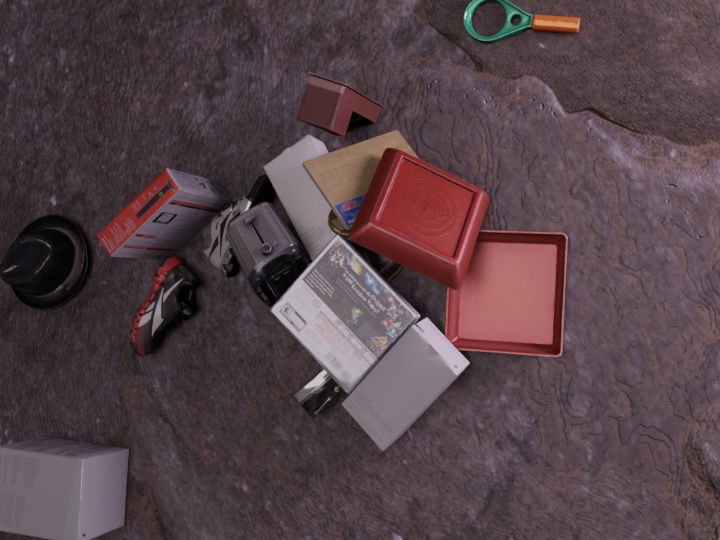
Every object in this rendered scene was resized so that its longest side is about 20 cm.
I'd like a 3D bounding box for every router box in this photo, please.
[{"bbox_3d":[-0.349,-0.096,1.594,0.179,0.200,0.049,-40,78,12],"label":"router box"}]

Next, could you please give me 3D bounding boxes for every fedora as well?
[{"bbox_3d":[-0.640,-0.019,1.743,0.197,0.091,0.205,-1,87,18],"label":"fedora"}]

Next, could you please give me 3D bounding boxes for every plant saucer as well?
[{"bbox_3d":[0.104,-0.095,1.435,0.197,0.037,0.202,25,59,-3],"label":"plant saucer"},{"bbox_3d":[0.244,0.036,1.477,0.196,0.037,0.204,3,89,19],"label":"plant saucer"}]

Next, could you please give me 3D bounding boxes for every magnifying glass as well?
[{"bbox_3d":[0.270,-0.422,1.494,0.196,0.022,0.081,10,91,18],"label":"magnifying glass"}]

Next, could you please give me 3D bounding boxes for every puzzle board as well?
[{"bbox_3d":[0.020,-0.154,1.492,0.197,0.018,0.152,-22,63,-26],"label":"puzzle board"}]

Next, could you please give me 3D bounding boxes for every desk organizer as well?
[{"bbox_3d":[-0.033,-0.269,1.496,0.071,0.200,0.078,21,97,17],"label":"desk organizer"}]

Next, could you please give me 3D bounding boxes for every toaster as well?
[{"bbox_3d":[-0.157,-0.027,1.547,0.113,0.200,0.130,-31,67,-3],"label":"toaster"}]

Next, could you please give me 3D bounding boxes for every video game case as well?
[{"bbox_3d":[-0.028,0.072,1.495,0.200,0.023,0.182,45,100,10],"label":"video game case"}]

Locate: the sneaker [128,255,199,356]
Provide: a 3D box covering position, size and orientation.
[{"bbox_3d":[-0.364,0.079,1.659,0.097,0.071,0.203,28,95,19],"label":"sneaker"}]

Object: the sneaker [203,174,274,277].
[{"bbox_3d":[-0.230,-0.096,1.620,0.088,0.074,0.202,33,102,20],"label":"sneaker"}]

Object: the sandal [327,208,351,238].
[{"bbox_3d":[0.025,-0.105,1.503,0.080,0.199,0.054,39,142,17],"label":"sandal"}]

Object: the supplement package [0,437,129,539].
[{"bbox_3d":[-0.566,0.411,1.672,0.196,0.150,0.155,3,88,19],"label":"supplement package"}]

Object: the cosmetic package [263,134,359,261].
[{"bbox_3d":[-0.074,-0.123,1.564,0.107,0.085,0.203,-30,79,15],"label":"cosmetic package"}]

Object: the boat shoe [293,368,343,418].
[{"bbox_3d":[-0.026,0.180,1.548,0.199,0.071,0.064,-41,87,14],"label":"boat shoe"}]

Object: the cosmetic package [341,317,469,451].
[{"bbox_3d":[0.075,0.190,1.485,0.113,0.081,0.200,47,111,11],"label":"cosmetic package"}]

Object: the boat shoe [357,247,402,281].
[{"bbox_3d":[0.000,0.000,1.540,0.198,0.072,0.073,-31,79,15],"label":"boat shoe"}]
